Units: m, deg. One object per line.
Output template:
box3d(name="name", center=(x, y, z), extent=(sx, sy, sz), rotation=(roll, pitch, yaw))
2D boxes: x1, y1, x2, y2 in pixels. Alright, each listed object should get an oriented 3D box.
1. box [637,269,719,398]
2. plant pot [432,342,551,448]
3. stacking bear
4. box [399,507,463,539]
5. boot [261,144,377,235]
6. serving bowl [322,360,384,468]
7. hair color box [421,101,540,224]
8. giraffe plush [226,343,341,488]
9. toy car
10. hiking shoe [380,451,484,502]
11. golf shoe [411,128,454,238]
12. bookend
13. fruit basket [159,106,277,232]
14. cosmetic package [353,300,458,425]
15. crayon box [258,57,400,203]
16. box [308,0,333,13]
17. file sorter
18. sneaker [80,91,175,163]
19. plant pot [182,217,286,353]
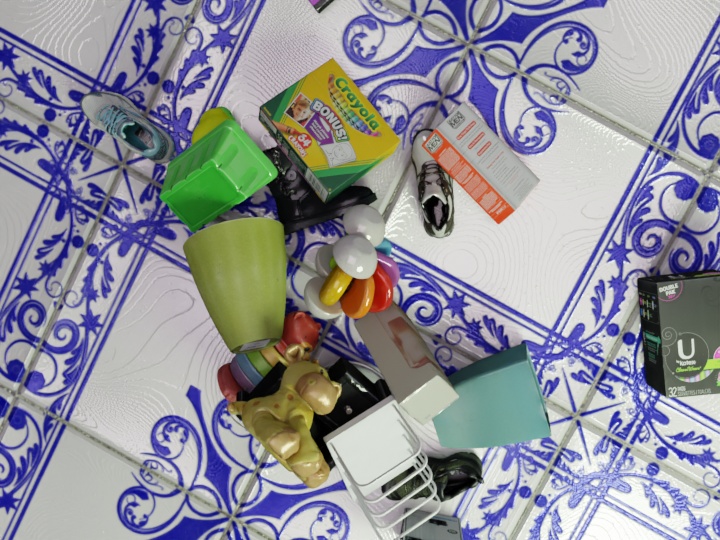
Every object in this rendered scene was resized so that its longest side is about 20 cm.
box3d(name="box", center=(0.583, 0.108, 1.414), extent=(0.145, 0.124, 0.204), rotation=(-6, 93, 4))
box3d(name="plant pot", center=(0.228, 0.238, 1.452), extent=(0.197, 0.141, 0.144), rotation=(-18, 92, 13))
box3d(name="stacking bear", center=(-0.159, 0.158, 1.485), extent=(0.200, 0.114, 0.121), rotation=(-42, 131, 8))
box3d(name="box", center=(0.127, 0.502, 1.442), extent=(0.114, 0.200, 0.061), rotation=(10, 95, 5))
box3d(name="boot", center=(-0.084, -0.172, 1.474), extent=(0.197, 0.076, 0.171), rotation=(-17, 95, 10))
box3d(name="serving bowl", center=(-0.022, 0.265, 1.505), extent=(0.196, 0.066, 0.205), rotation=(0, 94, 4))
box3d(name="hair color box", center=(0.216, -0.192, 1.433), extent=(0.200, 0.061, 0.101), rotation=(46, 56, 0))
box3d(name="giraffe plush", center=(-0.100, 0.222, 1.294), extent=(0.199, 0.173, 0.163), rotation=(31, 70, 33))
box3d(name="toy car", center=(0.000, 0.000, 1.421), extent=(0.148, 0.202, 0.176), rotation=(29, 131, -11))
box3d(name="hiking shoe", center=(0.131, 0.387, 1.483), extent=(0.196, 0.101, 0.077), rotation=(-16, 92, 6))
box3d(name="golf shoe", center=(0.136, -0.160, 1.449), extent=(0.076, 0.094, 0.204), rotation=(-12, 91, 7))
box3d(name="bookend", center=(-0.080, 0.224, 1.403), extent=(0.198, 0.092, 0.200), rotation=(42, 96, -16))
box3d(name="fruit basket", center=(-0.256, -0.197, 1.460), extent=(0.215, 0.216, 0.156), rotation=(-40, 112, 6))
box3d(name="cosmetic package", center=(0.079, 0.158, 1.419), extent=(0.087, 0.103, 0.201), rotation=(-37, 49, 6))
box3d(name="crayon box", center=(-0.056, -0.252, 1.434), extent=(0.172, 0.058, 0.201), rotation=(-38, 84, -18))
box3d(name="box", center=(-0.085, -0.598, 1.466), extent=(0.142, 0.036, 0.201), rotation=(-37, 92, 5))
box3d(name="file sorter", center=(0.046, 0.346, 1.370), extent=(0.137, 0.125, 0.202), rotation=(-30, 134, -11))
box3d(name="sneaker", center=(-0.439, -0.276, 1.492), extent=(0.198, 0.086, 0.078), rotation=(31, 95, 2))
box3d(name="plant pot", center=(-0.204, 0.037, 1.418), extent=(0.184, 0.187, 0.204), rotation=(-16, 75, 6))
